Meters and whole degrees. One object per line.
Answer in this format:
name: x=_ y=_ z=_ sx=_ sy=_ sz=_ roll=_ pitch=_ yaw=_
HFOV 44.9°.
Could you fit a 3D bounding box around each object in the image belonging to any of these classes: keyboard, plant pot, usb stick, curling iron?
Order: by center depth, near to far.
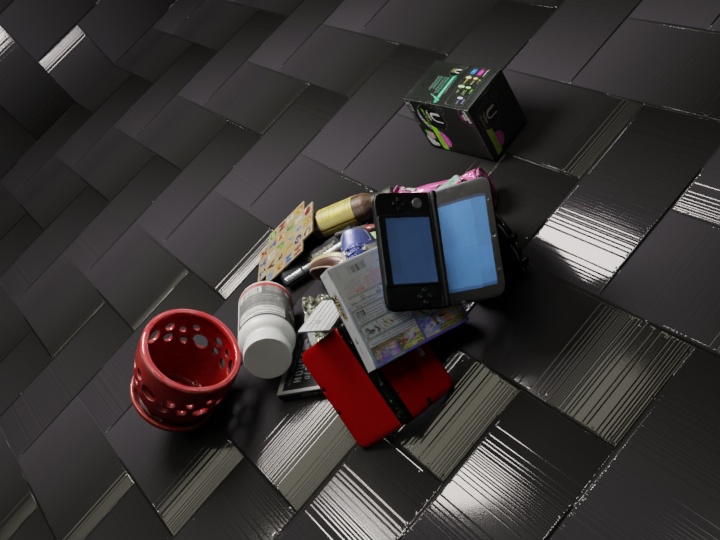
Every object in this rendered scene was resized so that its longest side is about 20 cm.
keyboard: x=-0.062 y=0.080 z=1.555 sx=0.056 sy=0.011 sz=0.200 roll=1 pitch=13 yaw=9
plant pot: x=-0.353 y=0.208 z=1.718 sx=0.202 sy=0.198 sz=0.183 roll=-96 pitch=27 yaw=-45
curling iron: x=0.015 y=-0.095 z=1.784 sx=0.025 sy=0.050 sz=0.199 roll=-25 pitch=5 yaw=-40
usb stick: x=-0.086 y=-0.030 z=1.878 sx=0.199 sy=0.033 sz=0.056 roll=-32 pitch=39 yaw=10

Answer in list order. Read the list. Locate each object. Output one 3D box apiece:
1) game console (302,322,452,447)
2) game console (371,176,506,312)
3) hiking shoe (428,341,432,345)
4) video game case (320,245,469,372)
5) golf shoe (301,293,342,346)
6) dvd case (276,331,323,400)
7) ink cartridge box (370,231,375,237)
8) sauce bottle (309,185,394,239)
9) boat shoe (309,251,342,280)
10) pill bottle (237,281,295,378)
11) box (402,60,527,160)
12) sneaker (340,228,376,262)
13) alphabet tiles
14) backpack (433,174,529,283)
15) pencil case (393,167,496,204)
game console: x=0.029 y=0.173 z=1.508 sx=0.172 sy=0.201 sz=0.119 roll=-33 pitch=-4 yaw=-26
game console: x=0.126 y=-0.044 z=1.422 sx=0.118 sy=0.169 sz=0.202 roll=151 pitch=113 yaw=-64
hiking shoe: x=0.101 y=0.132 z=1.560 sx=0.199 sy=0.076 sz=0.101 roll=-27 pitch=57 yaw=20
video game case: x=0.059 y=0.047 z=1.468 sx=0.199 sy=0.183 sz=0.045 roll=-24 pitch=-8 yaw=-25
golf shoe: x=-0.058 y=0.130 z=1.635 sx=0.077 sy=0.098 sz=0.200 roll=-5 pitch=31 yaw=-14
dvd case: x=-0.062 y=0.171 z=1.679 sx=0.198 sy=0.025 sz=0.151 roll=-13 pitch=46 yaw=30
ink cartridge box: x=0.043 y=0.001 z=1.675 sx=0.144 sy=0.048 sz=0.202 roll=-10 pitch=64 yaw=15
sauce bottle: x=-0.013 y=-0.128 z=1.888 sx=0.198 sy=0.065 sz=0.065 roll=-19 pitch=44 yaw=22
boat shoe: x=-0.028 y=0.012 z=1.766 sx=0.198 sy=0.072 sz=0.072 roll=3 pitch=55 yaw=32
pill bottle: x=-0.187 y=0.118 z=1.731 sx=0.115 sy=0.116 sz=0.201 roll=-31 pitch=29 yaw=11
box: x=0.218 y=-0.338 z=1.825 sx=0.199 sy=0.149 sz=0.125 roll=23 pitch=69 yaw=47
sneaker: x=0.000 y=0.001 z=1.597 sx=0.080 sy=0.115 sz=0.201 roll=-15 pitch=62 yaw=12
alphabet tiles: x=-0.167 y=-0.062 z=1.940 sx=0.200 sy=0.006 sz=0.167 roll=-41 pitch=32 yaw=32
backpack: x=0.192 y=-0.065 z=1.572 sx=0.150 sy=0.178 sz=0.201 roll=-31 pitch=47 yaw=8
pencil case: x=0.167 y=-0.148 z=1.733 sx=0.198 sy=0.094 sz=0.091 roll=-13 pitch=29 yaw=27
